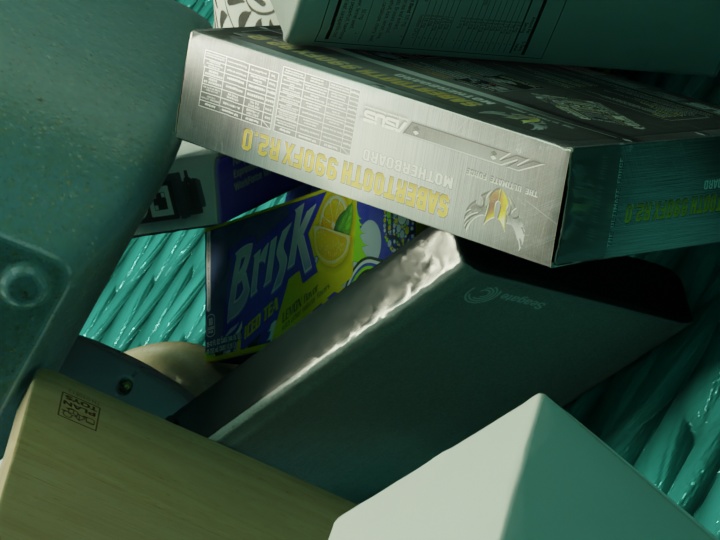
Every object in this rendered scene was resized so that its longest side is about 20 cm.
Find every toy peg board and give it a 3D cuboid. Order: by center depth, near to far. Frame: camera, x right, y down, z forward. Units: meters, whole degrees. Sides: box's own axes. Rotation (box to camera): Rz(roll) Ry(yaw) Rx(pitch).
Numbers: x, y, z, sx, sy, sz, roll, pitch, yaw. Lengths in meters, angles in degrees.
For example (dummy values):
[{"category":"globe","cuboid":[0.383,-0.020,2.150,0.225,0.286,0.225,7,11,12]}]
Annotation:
[{"category":"toy peg board","cuboid":[-0.070,0.162,1.153,0.098,0.200,0.199,-60,12,26]}]

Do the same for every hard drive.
[{"category":"hard drive","cuboid":[0.023,0.045,1.237,0.200,0.139,0.033,-37,55,36]}]

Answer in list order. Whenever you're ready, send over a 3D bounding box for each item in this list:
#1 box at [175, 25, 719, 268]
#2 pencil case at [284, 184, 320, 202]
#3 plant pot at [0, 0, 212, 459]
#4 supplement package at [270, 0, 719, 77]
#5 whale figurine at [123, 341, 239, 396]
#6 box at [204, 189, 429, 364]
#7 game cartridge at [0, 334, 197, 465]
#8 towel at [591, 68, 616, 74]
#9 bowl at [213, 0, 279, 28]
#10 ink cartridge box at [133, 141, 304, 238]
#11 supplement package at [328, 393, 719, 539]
[{"category":"box","cuboid":[0.051,-0.056,1.179,0.200,0.158,0.048,20,108,36]},{"category":"pencil case","cuboid":[0.021,-0.024,1.458,0.087,0.078,0.200,-25,12,-17]},{"category":"plant pot","cuboid":[-0.190,-0.027,1.256,0.196,0.196,0.200,-59,17,25]},{"category":"supplement package","cuboid":[0.056,-0.199,1.226,0.191,0.200,0.147,-110,31,-46]},{"category":"whale figurine","cuboid":[-0.092,0.137,1.415,0.159,0.104,0.200,-12,62,36]},{"category":"box","cuboid":[0.000,0.000,1.325,0.200,0.064,0.070,-16,72,59]},{"category":"game cartridge","cuboid":[-0.098,0.128,1.336,0.133,0.041,0.200,-50,60,9]},{"category":"towel","cuboid":[0.125,-0.172,1.494,0.200,0.023,0.144,-90,20,-50]},{"category":"bowl","cuboid":[0.004,-0.177,1.390,0.201,0.094,0.201,-17,36,13]},{"category":"ink cartridge box","cuboid":[-0.048,-0.065,1.440,0.200,0.043,0.198,-8,14,40]},{"category":"supplement package","cuboid":[0.044,0.164,0.981,0.117,0.117,0.200,-36,24,39]}]
